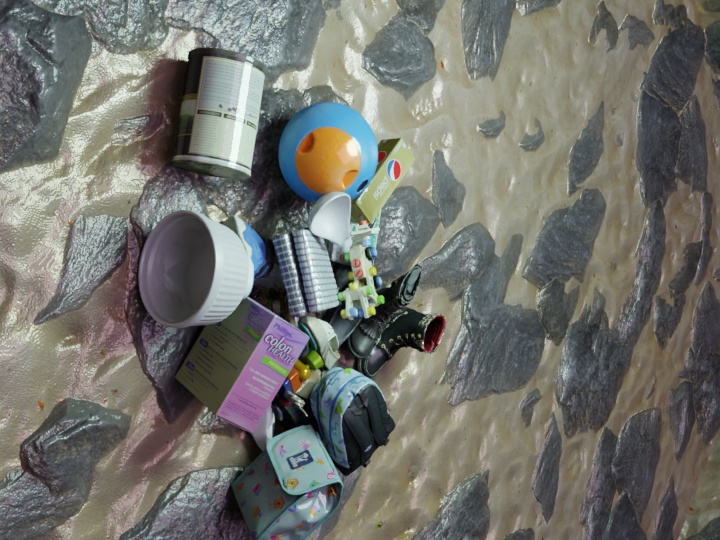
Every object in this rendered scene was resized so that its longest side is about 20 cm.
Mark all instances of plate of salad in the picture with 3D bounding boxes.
[{"bbox_3d":[-0.190,0.083,1.734,0.198,0.048,0.204,-4,96,-44],"label":"plate of salad"}]

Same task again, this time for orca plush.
[{"bbox_3d":[-0.188,0.284,1.734,0.202,0.104,0.071,61,23,-24],"label":"orca plush"}]

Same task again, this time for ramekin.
[{"bbox_3d":[-0.287,0.003,1.536,0.104,0.198,0.204,13,83,-53],"label":"ramekin"}]

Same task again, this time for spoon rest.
[{"bbox_3d":[-0.053,-0.094,1.702,0.099,0.061,0.200,-41,166,-6],"label":"spoon rest"}]

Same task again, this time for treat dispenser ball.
[{"bbox_3d":[-0.064,-0.230,1.733,0.199,0.199,0.204,-3,95,-44],"label":"treat dispenser ball"}]

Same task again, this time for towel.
[{"bbox_3d":[-0.109,0.003,1.723,0.200,0.084,0.168,-13,89,-83],"label":"towel"}]

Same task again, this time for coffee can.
[{"bbox_3d":[-0.254,-0.280,1.580,0.145,0.145,0.203,12,84,-44],"label":"coffee can"}]

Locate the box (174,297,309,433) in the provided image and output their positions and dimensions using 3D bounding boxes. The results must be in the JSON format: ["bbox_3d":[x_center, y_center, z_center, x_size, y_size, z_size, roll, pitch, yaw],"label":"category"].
[{"bbox_3d":[-0.218,0.159,1.592,0.096,0.175,0.202,34,84,-40],"label":"box"}]

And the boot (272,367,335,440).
[{"bbox_3d":[-0.098,0.261,1.812,0.169,0.076,0.201,-50,131,-26],"label":"boot"}]

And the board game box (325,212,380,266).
[{"bbox_3d":[-0.012,-0.111,1.905,0.125,0.034,0.203,14,82,-43],"label":"board game box"}]

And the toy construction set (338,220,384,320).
[{"bbox_3d":[0.000,0.000,1.801,0.131,0.091,0.204,5,88,-67],"label":"toy construction set"}]

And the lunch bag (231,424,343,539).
[{"bbox_3d":[-0.134,0.414,1.676,0.200,0.171,0.122,-46,128,7],"label":"lunch bag"}]

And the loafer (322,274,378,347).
[{"bbox_3d":[-0.024,0.084,1.875,0.068,0.070,0.202,40,63,-17],"label":"loafer"}]

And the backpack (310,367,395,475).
[{"bbox_3d":[-0.020,0.288,1.757,0.163,0.153,0.201,-42,155,-20],"label":"backpack"}]

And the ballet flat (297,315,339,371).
[{"bbox_3d":[-0.080,0.134,1.752,0.062,0.067,0.201,-37,152,-15],"label":"ballet flat"}]

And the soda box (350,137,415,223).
[{"bbox_3d":[0.034,-0.192,1.875,0.064,0.067,0.201,51,59,-32],"label":"soda box"}]

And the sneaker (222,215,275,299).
[{"bbox_3d":[-0.202,-0.009,1.639,0.077,0.201,0.111,-42,130,19],"label":"sneaker"}]

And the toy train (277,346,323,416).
[{"bbox_3d":[-0.116,0.200,1.678,0.115,0.199,0.085,-34,133,-24],"label":"toy train"}]

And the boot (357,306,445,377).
[{"bbox_3d":[0.092,0.161,1.944,0.201,0.149,0.074,-51,124,-29],"label":"boot"}]

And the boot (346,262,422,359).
[{"bbox_3d":[0.054,0.084,1.878,0.069,0.174,0.202,33,59,-14],"label":"boot"}]
